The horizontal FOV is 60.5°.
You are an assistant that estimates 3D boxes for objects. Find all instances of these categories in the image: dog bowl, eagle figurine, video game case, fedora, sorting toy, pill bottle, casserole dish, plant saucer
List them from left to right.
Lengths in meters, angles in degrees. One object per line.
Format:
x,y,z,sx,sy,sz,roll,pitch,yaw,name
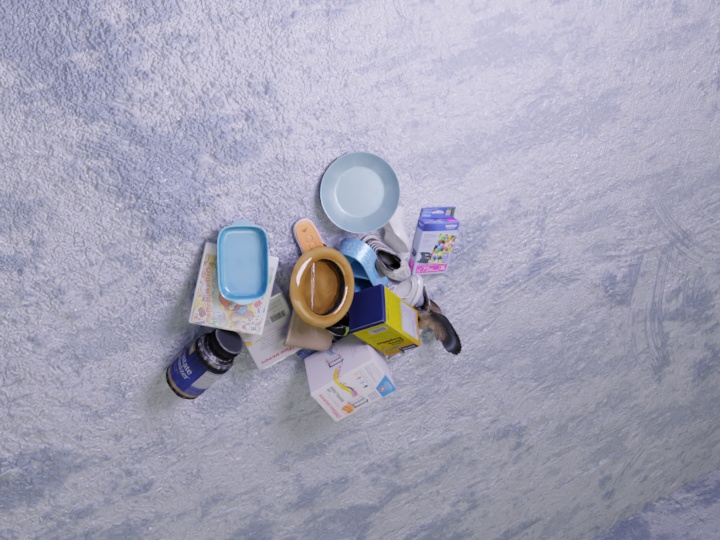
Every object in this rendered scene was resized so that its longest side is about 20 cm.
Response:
-0.390,0.229,1.559,0.112,0.112,0.200,30,119,-37,pill bottle
-0.308,0.046,1.506,0.181,0.023,0.201,12,93,-16,video game case
-0.281,-0.020,1.476,0.120,0.039,0.201,-2,97,-15,casserole dish
-0.123,0.111,1.646,0.185,0.036,0.201,18,88,-54,sorting toy
-0.108,0.040,1.541,0.200,0.082,0.202,1,88,-34,fedora
0.000,0.000,1.639,0.050,0.111,0.200,-57,140,-30,dog bowl
0.000,-0.195,1.542,0.200,0.039,0.202,0,101,-1,plant saucer
0.210,0.152,1.835,0.199,0.152,0.151,23,150,-20,eagle figurine

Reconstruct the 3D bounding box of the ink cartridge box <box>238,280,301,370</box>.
-0.249,0.142,1.625,0.144,0.084,0.201,-27,127,-10,ink cartridge box

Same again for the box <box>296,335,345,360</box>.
-0.078,0.192,1.770,0.200,0.032,0.121,-44,124,7,box

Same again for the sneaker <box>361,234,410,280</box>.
0.086,-0.010,1.682,0.076,0.115,0.200,-48,128,5,sneaker

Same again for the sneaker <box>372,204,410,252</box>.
0.099,-0.129,1.654,0.089,0.075,0.200,-60,143,-23,sneaker

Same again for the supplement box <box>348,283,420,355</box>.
0.065,0.136,1.658,0.109,0.109,0.200,-20,145,28,supplement box

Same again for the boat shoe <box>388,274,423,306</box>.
0.093,0.080,1.747,0.086,0.075,0.202,8,140,-33,boat shoe

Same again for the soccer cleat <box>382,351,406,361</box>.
0.043,0.240,1.832,0.199,0.078,0.070,-11,125,-25,soccer cleat

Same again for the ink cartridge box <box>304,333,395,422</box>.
-0.032,0.291,1.724,0.199,0.145,0.147,-30,125,7,ink cartridge box

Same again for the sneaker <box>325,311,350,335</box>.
-0.053,0.142,1.648,0.200,0.083,0.072,21,86,-54,sneaker

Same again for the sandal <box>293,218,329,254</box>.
-0.113,-0.041,1.598,0.079,0.059,0.207,-33,129,-5,sandal

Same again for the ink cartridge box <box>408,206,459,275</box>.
0.210,-0.083,1.752,0.119,0.042,0.201,-4,119,-26,ink cartridge box
